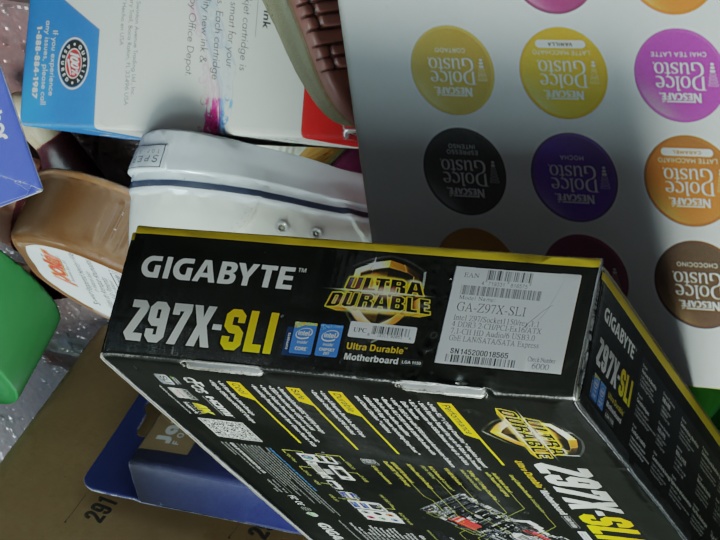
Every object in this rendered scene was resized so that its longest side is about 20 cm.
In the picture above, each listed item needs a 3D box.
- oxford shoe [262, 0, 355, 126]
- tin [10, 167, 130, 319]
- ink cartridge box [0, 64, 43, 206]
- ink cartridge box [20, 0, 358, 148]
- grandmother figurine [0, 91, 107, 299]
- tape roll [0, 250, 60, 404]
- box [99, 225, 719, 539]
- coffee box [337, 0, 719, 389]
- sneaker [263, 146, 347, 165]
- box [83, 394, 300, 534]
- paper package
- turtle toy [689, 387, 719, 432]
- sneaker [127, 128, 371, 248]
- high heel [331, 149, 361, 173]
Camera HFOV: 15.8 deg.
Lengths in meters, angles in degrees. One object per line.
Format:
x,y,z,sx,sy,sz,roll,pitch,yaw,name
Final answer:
-0.025,-0.138,0.923,0.074,0.071,0.200,-30,70,50,oxford shoe
-0.059,0.013,1.128,0.200,0.042,0.112,22,161,11,tin
-0.189,-0.113,1.090,0.044,0.200,0.094,-22,129,-10,ink cartridge box
-0.031,-0.106,0.992,0.200,0.067,0.117,5,90,33,ink cartridge box
-0.158,-0.028,1.236,0.200,0.061,0.121,23,146,13,grandmother figurine
-0.243,-0.004,1.251,0.200,0.048,0.200,26,164,8,tape roll
0.030,0.052,0.843,0.159,0.049,0.200,2,156,25,box
0.128,-0.087,0.873,0.199,0.200,0.198,4,113,28,coffee box
-0.041,-0.083,1.120,0.088,0.076,0.200,48,142,15,sneaker
-0.021,0.069,1.197,0.200,0.121,0.032,8,134,24,box
-0.084,0.141,1.243,0.190,0.200,0.104,12,134,21,paper package
0.129,0.083,0.979,0.145,0.101,0.200,10,137,22,turtle toy
0.000,0.000,1.008,0.200,0.071,0.073,12,174,-19,sneaker
0.063,-0.059,1.048,0.067,0.096,0.200,44,136,-13,high heel
